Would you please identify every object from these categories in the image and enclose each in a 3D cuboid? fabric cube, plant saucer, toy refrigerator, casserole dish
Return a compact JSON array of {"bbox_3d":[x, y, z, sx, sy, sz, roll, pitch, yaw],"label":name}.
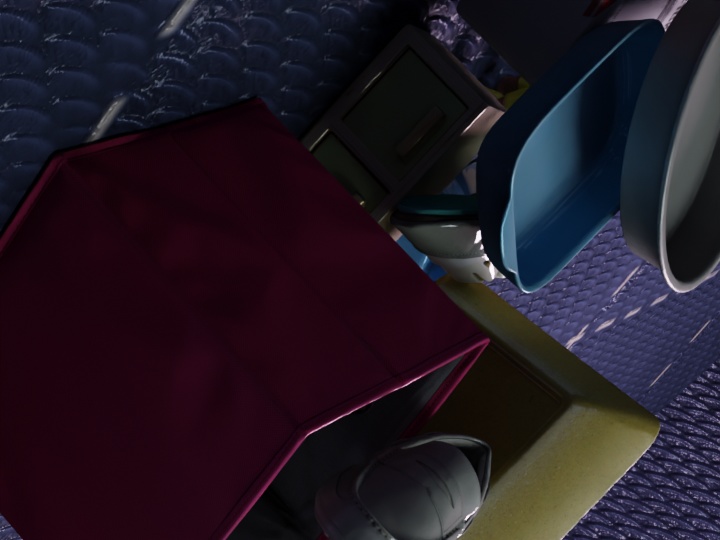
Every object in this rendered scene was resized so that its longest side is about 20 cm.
[{"bbox_3d":[-0.090,0.055,1.294,0.200,0.199,0.197,-22,154,-55],"label":"fabric cube"},{"bbox_3d":[0.045,0.102,1.418,0.200,0.200,0.049,-45,138,-8],"label":"plant saucer"},{"bbox_3d":[-0.006,-0.053,1.468,0.200,0.076,0.070,-46,165,11],"label":"toy refrigerator"},{"bbox_3d":[0.126,-0.074,1.411,0.200,0.039,0.122,-43,141,-36],"label":"casserole dish"}]

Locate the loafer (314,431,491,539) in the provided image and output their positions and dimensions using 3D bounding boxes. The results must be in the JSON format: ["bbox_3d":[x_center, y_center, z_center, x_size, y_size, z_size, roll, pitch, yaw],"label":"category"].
[{"bbox_3d":[0.027,0.120,1.261,0.070,0.070,0.200,-41,176,12],"label":"loafer"}]

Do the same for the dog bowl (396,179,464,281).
[{"bbox_3d":[0.000,0.000,1.579,0.200,0.111,0.050,-53,176,31],"label":"dog bowl"}]

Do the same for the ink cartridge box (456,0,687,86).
[{"bbox_3d":[0.174,-0.211,1.494,0.199,0.084,0.145,-27,158,-48],"label":"ink cartridge box"}]

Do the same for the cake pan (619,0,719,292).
[{"bbox_3d":[0.214,-0.087,1.475,0.200,0.036,0.202,-44,143,-46],"label":"cake pan"}]

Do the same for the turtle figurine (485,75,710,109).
[{"bbox_3d":[0.128,-0.111,1.554,0.199,0.065,0.161,-34,-160,-36],"label":"turtle figurine"}]

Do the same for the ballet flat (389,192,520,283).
[{"bbox_3d":[0.081,-0.023,1.475,0.200,0.067,0.064,-20,115,-59],"label":"ballet flat"}]

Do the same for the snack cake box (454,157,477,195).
[{"bbox_3d":[0.089,-0.046,1.672,0.114,0.068,0.200,-22,-177,35],"label":"snack cake box"}]
